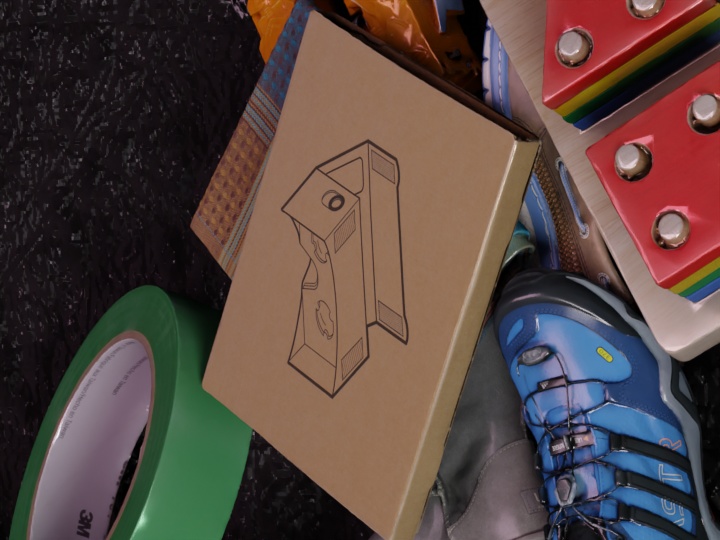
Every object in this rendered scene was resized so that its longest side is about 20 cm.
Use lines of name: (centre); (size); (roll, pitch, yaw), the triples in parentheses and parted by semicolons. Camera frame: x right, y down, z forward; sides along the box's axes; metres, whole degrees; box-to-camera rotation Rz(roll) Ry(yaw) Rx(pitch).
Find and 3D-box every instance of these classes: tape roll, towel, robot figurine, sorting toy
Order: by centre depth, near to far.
sorting toy: (0.163, -0.101, 1.126); (0.199, 0.070, 0.200); (-33, 66, 16)
towel: (-0.003, -0.017, 1.286); (0.200, 0.022, 0.147); (50, 124, 37)
robot figurine: (-0.015, -0.156, 1.353); (0.145, 0.058, 0.201); (-38, 65, 37)
tape roll: (-0.123, 0.110, 1.404); (0.200, 0.048, 0.201); (-46, 32, 41)

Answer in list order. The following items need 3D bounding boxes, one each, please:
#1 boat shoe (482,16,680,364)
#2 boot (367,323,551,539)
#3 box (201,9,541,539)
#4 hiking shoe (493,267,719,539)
boat shoe: (0.112, -0.043, 1.229); (0.072, 0.072, 0.201); (-9, 93, 39)
boot: (0.027, 0.066, 1.305); (0.181, 0.072, 0.201); (-25, 76, 37)
box: (0.000, 0.000, 1.249); (0.163, 0.021, 0.201); (35, 116, 44)
hiking shoe: (0.112, 0.094, 1.173); (0.074, 0.087, 0.201); (-25, 94, 34)
